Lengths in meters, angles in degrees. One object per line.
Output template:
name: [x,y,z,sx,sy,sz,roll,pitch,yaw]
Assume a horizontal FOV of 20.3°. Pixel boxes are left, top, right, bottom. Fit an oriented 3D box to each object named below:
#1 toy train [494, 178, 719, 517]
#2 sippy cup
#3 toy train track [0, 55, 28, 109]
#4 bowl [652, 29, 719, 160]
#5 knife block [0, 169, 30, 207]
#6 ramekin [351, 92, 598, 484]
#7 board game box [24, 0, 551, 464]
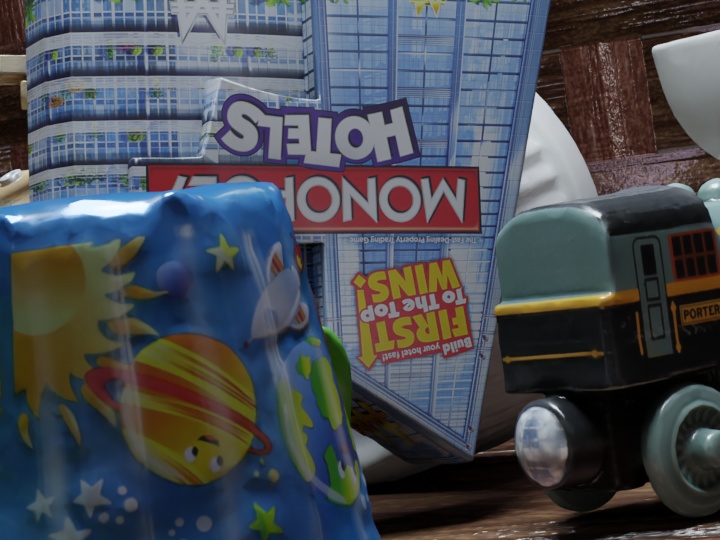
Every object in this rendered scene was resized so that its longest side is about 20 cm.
toy train: [0.134,0.023,0.733,0.200,0.114,0.085,-9,2,-35]
sippy cup: [-0.060,0.045,0.535,0.139,0.131,0.178,-8,2,-8]
toy train track: [-0.208,-0.064,0.760,0.200,0.033,0.115,-1,-6,-10]
bowl: [0.268,-0.093,0.979,0.200,0.075,0.200,-10,2,-37]
knife block: [-0.115,0.056,0.793,0.200,0.176,0.064,-38,21,-32]
ramekin: [0.000,0.000,0.897,0.200,0.200,0.105,-7,11,34]
board game box: [-0.021,-0.025,0.758,0.200,0.200,0.062,-1,-6,-22]
